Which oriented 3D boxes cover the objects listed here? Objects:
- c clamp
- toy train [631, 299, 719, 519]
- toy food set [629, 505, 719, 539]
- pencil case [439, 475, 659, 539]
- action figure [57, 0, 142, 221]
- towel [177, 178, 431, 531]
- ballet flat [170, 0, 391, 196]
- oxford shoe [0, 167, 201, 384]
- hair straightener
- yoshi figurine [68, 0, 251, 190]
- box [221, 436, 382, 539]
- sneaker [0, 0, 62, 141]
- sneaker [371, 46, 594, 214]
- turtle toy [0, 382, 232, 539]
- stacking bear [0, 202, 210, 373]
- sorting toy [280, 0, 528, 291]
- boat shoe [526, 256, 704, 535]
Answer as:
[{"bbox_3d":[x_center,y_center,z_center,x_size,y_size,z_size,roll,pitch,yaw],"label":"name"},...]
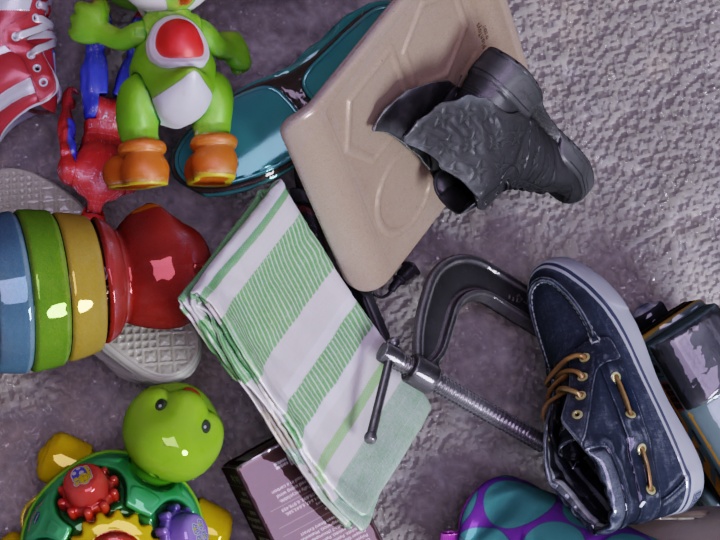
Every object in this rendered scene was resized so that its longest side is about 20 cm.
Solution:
[{"bbox_3d":[0.094,0.079,1.706,0.199,0.027,0.172,25,58,-24],"label":"c clamp"},{"bbox_3d":[0.253,0.110,1.724,0.085,0.114,0.201,-30,92,-10],"label":"toy train"},{"bbox_3d":[0.232,0.265,1.703,0.060,0.143,0.201,-2,86,-41],"label":"toy food set"},{"bbox_3d":[0.154,0.210,1.662,0.092,0.199,0.086,-20,121,-40],"label":"pencil case"},{"bbox_3d":[-0.172,-0.115,1.685,0.065,0.052,0.201,11,69,-14],"label":"action figure"},{"bbox_3d":[-0.031,0.055,1.625,0.200,0.023,0.153,55,37,-17],"label":"towel"},{"bbox_3d":[-0.041,-0.112,1.707,0.200,0.070,0.067,-36,82,-1],"label":"ballet flat"},{"bbox_3d":[-0.190,0.010,1.684,0.200,0.058,0.075,42,74,9],"label":"oxford shoe"},{"bbox_3d":[0.000,0.000,1.732,0.077,0.041,0.201,-15,84,-22],"label":"hair straightener"},{"bbox_3d":[-0.135,-0.155,1.648,0.111,0.112,0.201,-4,88,24],"label":"yoshi figurine"},{"bbox_3d":[-0.018,0.207,1.678,0.075,0.100,0.201,-28,90,-10],"label":"box"},{"bbox_3d":[-0.224,-0.182,1.681,0.112,0.071,0.200,36,89,-2],"label":"sneaker"},{"bbox_3d":[0.088,-0.078,1.687,0.060,0.200,0.104,29,76,37],"label":"sneaker"},{"bbox_3d":[-0.156,0.168,1.648,0.145,0.101,0.201,25,88,-7],"label":"turtle toy"},{"bbox_3d":[-0.194,0.006,1.602,0.199,0.121,0.114,-7,78,-15],"label":"stacking bear"},{"bbox_3d":[0.032,-0.109,1.673,0.036,0.186,0.200,27,65,35],"label":"sorting toy"},{"bbox_3d":[0.151,0.082,1.666,0.091,0.071,0.201,-13,65,-39],"label":"boat shoe"}]
